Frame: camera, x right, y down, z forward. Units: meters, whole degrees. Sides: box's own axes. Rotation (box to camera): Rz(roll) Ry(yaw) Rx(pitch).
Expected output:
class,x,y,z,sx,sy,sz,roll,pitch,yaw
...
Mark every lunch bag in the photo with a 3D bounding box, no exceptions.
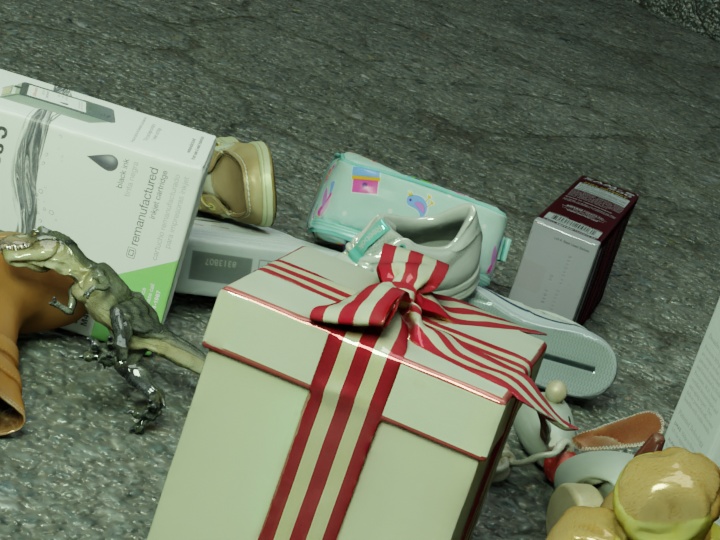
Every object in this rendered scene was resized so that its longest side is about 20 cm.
class,x,y,z,sx,sy,sz,roll,pitch,yaw
lunch bag,0.039,-0.036,1.490,0.159,0.078,0.200,22,1,-5

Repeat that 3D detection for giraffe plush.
class,x,y,z,sx,sy,sz,roll,pitch,yaw
giraffe plush,0.180,0.174,0.988,0.171,0.202,0.162,-6,14,4

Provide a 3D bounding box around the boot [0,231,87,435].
class,x,y,z,sx,sy,sz,roll,pitch,yaw
boot,-0.233,0.044,1.130,0.199,0.074,0.155,4,31,-37

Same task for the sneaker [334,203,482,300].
class,x,y,z,sx,sy,sz,roll,pitch,yaw
sneaker,0.000,0.000,1.319,0.199,0.089,0.075,-23,56,-22

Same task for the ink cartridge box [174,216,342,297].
class,x,y,z,sx,sy,sz,roll,pitch,yaw
ink cartridge box,-0.110,-0.011,1.437,0.161,0.058,0.200,7,2,-28

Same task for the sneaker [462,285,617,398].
class,x,y,z,sx,sy,sz,roll,pitch,yaw
sneaker,0.102,0.053,1.413,0.199,0.074,0.071,22,0,-1

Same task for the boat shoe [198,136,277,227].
class,x,y,z,sx,sy,sz,roll,pitch,yaw
boat shoe,-0.118,-0.074,1.518,0.066,0.075,0.200,-5,8,-17

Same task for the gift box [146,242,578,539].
class,x,y,z,sx,sy,sz,roll,pitch,yaw
gift box,0.012,0.091,1.007,0.199,0.188,0.185,19,13,5

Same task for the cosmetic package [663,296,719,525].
class,x,y,z,sx,sy,sz,roll,pitch,yaw
cosmetic package,0.272,0.099,1.216,0.101,0.201,0.074,12,20,-17

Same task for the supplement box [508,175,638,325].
class,x,y,z,sx,sy,sz,roll,pitch,yaw
supplement box,0.181,-0.007,1.560,0.061,0.110,0.200,22,19,13

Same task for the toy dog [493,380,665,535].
class,x,y,z,sx,sy,sz,roll,pitch,yaw
toy dog,0.156,0.120,1.211,0.131,0.097,0.200,1,25,-40

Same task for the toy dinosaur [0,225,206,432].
class,x,y,z,sx,sy,sz,roll,pitch,yaw
toy dinosaur,-0.146,0.047,1.151,0.200,0.047,0.088,42,28,-25

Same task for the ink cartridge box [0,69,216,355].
class,x,y,z,sx,sy,sz,roll,pitch,yaw
ink cartridge box,-0.216,-0.046,1.254,0.198,0.146,0.084,16,21,-4
